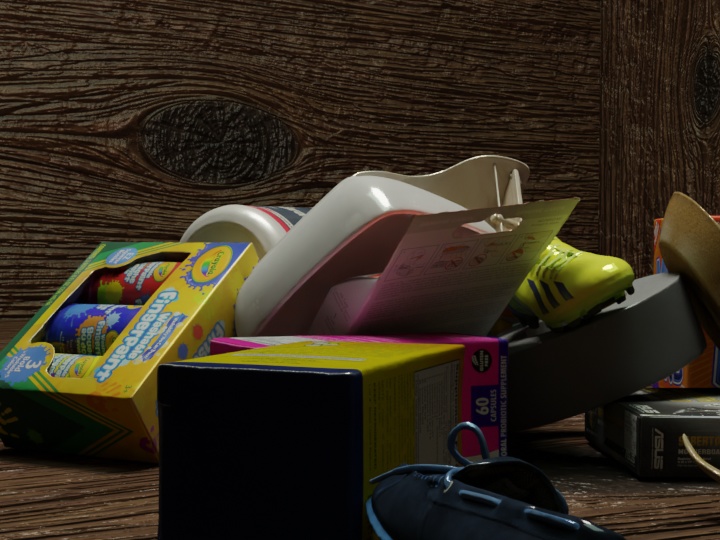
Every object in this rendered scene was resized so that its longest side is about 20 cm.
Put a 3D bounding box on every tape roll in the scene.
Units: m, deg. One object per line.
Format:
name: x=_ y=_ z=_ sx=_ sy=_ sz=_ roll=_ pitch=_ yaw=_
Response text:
tape roll: x=0.188 y=0.068 z=1.132 sx=0.200 sy=0.066 sz=0.200 roll=-23 pitch=2 yaw=1

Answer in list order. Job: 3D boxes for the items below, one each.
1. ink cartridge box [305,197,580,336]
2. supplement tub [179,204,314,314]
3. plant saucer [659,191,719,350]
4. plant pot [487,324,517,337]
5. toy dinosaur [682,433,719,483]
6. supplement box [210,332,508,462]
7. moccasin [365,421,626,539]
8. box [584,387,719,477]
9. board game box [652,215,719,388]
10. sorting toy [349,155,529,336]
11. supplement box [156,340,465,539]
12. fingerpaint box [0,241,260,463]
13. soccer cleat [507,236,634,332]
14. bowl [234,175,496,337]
ink cartridge box: x=0.059 y=0.002 z=1.048 sx=0.161 sy=0.050 sz=0.200 roll=-8 pitch=-38 yaw=-32
supplement tub: x=-0.070 y=0.009 z=1.268 sx=0.140 sy=0.141 sz=0.200 roll=1 pitch=2 yaw=31
plant saucer: x=0.306 y=0.026 z=1.122 sx=0.035 sy=0.200 sz=0.200 roll=-32 pitch=-1 yaw=3
plant pot: x=0.105 y=0.076 z=1.388 sx=0.200 sy=0.135 sz=0.200 roll=1 pitch=1 yaw=0
toy dinosaur: x=0.255 y=0.137 z=0.769 sx=0.200 sy=0.058 sz=0.101 roll=11 pitch=-7 yaw=39
supplement box: x=-0.001 y=0.099 z=0.970 sx=0.200 sy=0.101 sz=0.103 roll=-1 pitch=1 yaw=-24
moccasin: x=0.064 y=0.115 z=0.574 sx=0.080 sy=0.068 sz=0.200 roll=33 pitch=-4 yaw=-21
box: x=0.275 y=0.125 z=1.061 sx=0.158 sy=0.048 sz=0.200 roll=0 pitch=1 yaw=-1
board game box: x=0.407 y=0.046 z=1.330 sx=0.200 sy=0.200 sz=0.200 roll=1 pitch=2 yaw=3
sorting toy: x=0.071 y=-0.032 z=1.275 sx=0.180 sy=0.107 sz=0.200 roll=17 pitch=36 yaw=-11
supplement box: x=-0.020 y=0.099 z=0.743 sx=0.109 sy=0.109 sz=0.200 roll=1 pitch=1 yaw=21
fingerpaint box: x=-0.191 y=0.059 z=1.105 sx=0.167 sy=0.073 sz=0.200 roll=2 pitch=38 yaw=30
soccer cleat: x=0.157 y=0.002 z=1.081 sx=0.065 sy=0.084 sz=0.200 roll=-23 pitch=2 yaw=-13
bowl: x=0.000 y=0.000 z=1.110 sx=0.200 sy=0.075 sz=0.200 roll=-44 pitch=-31 yaw=22
